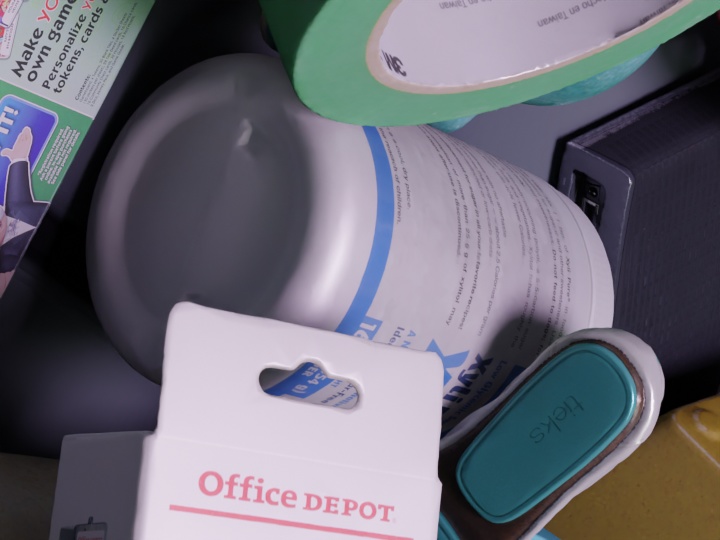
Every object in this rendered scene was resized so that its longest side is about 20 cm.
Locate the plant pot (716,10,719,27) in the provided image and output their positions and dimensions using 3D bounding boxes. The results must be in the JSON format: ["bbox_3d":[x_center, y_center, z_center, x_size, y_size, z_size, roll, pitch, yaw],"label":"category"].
[{"bbox_3d":[0.283,-0.117,0.974,0.201,0.200,0.183,-50,150,-10],"label":"plant pot"}]

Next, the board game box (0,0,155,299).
[{"bbox_3d":[-0.134,-0.091,0.666,0.134,0.029,0.201,22,98,-51],"label":"board game box"}]

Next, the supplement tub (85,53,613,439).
[{"bbox_3d":[0.000,0.000,0.792,0.200,0.132,0.132,19,101,-50],"label":"supplement tub"}]

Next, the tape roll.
[{"bbox_3d":[0.063,-0.115,0.652,0.200,0.048,0.201,-20,163,-6],"label":"tape roll"}]

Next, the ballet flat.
[{"bbox_3d":[0.045,0.092,0.784,0.200,0.070,0.069,-39,147,22],"label":"ballet flat"}]

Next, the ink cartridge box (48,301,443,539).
[{"bbox_3d":[-0.042,0.119,0.649,0.117,0.067,0.201,13,78,-32],"label":"ink cartridge box"}]

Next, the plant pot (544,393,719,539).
[{"bbox_3d":[0.191,0.168,1.029,0.195,0.194,0.200,-14,139,-41],"label":"plant pot"}]

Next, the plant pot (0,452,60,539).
[{"bbox_3d":[-0.123,0.146,0.731,0.183,0.200,0.201,24,97,-41],"label":"plant pot"}]

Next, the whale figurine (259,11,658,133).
[{"bbox_3d":[0.054,-0.123,0.788,0.199,0.104,0.160,-10,123,-43],"label":"whale figurine"}]

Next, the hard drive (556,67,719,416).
[{"bbox_3d":[0.153,0.005,1.033,0.135,0.042,0.201,-26,132,-34],"label":"hard drive"}]

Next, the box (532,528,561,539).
[{"bbox_3d":[0.012,0.110,0.904,0.200,0.082,0.049,29,91,-47],"label":"box"}]
